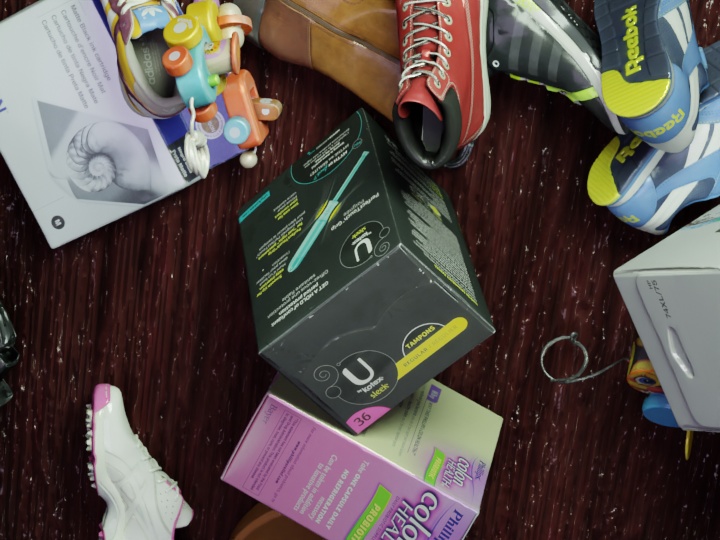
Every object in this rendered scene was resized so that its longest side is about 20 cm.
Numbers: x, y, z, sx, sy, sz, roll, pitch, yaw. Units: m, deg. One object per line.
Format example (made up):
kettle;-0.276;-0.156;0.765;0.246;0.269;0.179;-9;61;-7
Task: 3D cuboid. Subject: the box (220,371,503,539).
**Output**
box;0.006;0.152;1.612;0.199;0.176;0.097;29;113;-1

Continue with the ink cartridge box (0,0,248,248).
ink cartridge box;-0.226;-0.146;1.639;0.199;0.041;0.201;-25;100;14

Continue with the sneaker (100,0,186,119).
sneaker;-0.182;-0.225;1.564;0.075;0.090;0.201;-21;99;-16

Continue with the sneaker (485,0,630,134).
sneaker;0.144;-0.178;1.543;0.083;0.072;0.200;-42;84;20

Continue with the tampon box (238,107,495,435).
tampon box;0.000;0.000;1.544;0.150;0.201;0.126;-37;123;17

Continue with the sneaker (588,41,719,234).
sneaker;0.279;-0.112;1.551;0.200;0.074;0.082;-44;118;12

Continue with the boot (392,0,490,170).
boot;0.053;-0.184;1.444;0.072;0.144;0.202;-6;103;17

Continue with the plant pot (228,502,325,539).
plant pot;-0.041;0.310;1.687;0.198;0.140;0.202;2;107;8

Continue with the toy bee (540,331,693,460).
toy bee;0.264;0.093;1.583;0.198;0.109;0.132;-5;72;-9

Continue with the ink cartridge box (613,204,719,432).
ink cartridge box;0.336;0.019;1.496;0.199;0.146;0.148;-31;102;-24

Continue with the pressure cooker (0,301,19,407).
pressure cooker;-0.406;0.062;1.658;0.200;0.179;0.176;-44;134;17

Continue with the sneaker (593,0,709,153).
sneaker;0.234;-0.177;1.500;0.074;0.201;0.082;-19;135;33

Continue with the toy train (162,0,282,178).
toy train;-0.103;-0.149;1.537;0.055;0.200;0.151;-13;101;11

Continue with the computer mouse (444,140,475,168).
computer mouse;0.065;-0.183;1.587;0.058;0.034;0.201;-9;104;10

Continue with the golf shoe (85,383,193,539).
golf shoe;-0.202;0.195;1.724;0.091;0.075;0.202;-8;107;-5

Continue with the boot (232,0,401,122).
boot;0.003;-0.231;1.537;0.199;0.068;0.189;30;110;17
